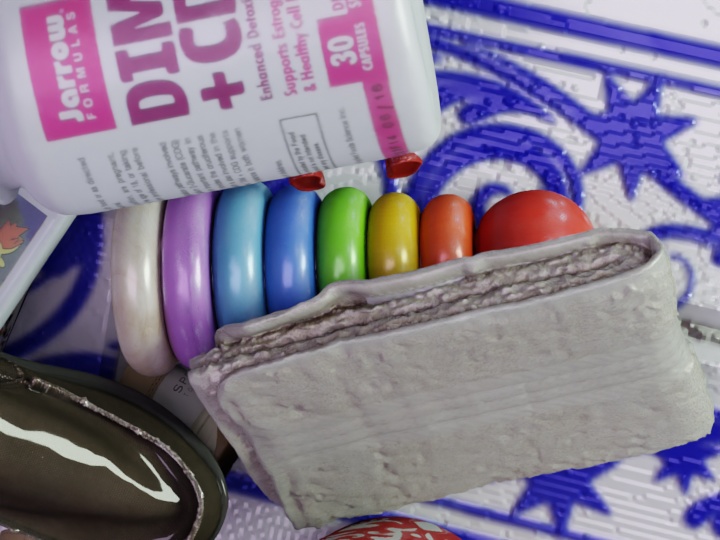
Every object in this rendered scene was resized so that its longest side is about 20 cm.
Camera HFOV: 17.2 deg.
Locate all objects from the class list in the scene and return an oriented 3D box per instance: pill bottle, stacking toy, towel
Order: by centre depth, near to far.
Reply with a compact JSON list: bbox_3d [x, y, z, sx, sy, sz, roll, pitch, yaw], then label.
[{"bbox_3d":[-0.076,-0.083,0.885,0.198,0.113,0.114,-11,98,5],"label":"pill bottle"},{"bbox_3d":[0.039,0.047,0.973,0.198,0.133,0.035,-13,53,12],"label":"towel"},{"bbox_3d":[0.000,0.000,0.990,0.198,0.085,0.086,-1,101,7],"label":"stacking toy"}]

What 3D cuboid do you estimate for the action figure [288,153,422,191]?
[{"bbox_3d":[-0.015,-0.137,0.963,0.065,0.052,0.202,-9,82,1],"label":"action figure"}]

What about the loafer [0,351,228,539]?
[{"bbox_3d":[-0.148,0.072,0.956,0.199,0.071,0.073,24,105,-8],"label":"loafer"}]

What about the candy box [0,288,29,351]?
[{"bbox_3d":[-0.255,0.004,1.049,0.199,0.061,0.137,28,104,5],"label":"candy box"}]

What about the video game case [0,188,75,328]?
[{"bbox_3d":[-0.244,0.000,1.003,0.182,0.022,0.201,37,103,3],"label":"video game case"}]

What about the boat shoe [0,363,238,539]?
[{"bbox_3d":[-0.124,0.126,1.043,0.066,0.074,0.201,35,96,7],"label":"boat shoe"}]

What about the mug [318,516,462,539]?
[{"bbox_3d":[-0.021,0.182,0.954,0.133,0.200,0.178,45,102,7],"label":"mug"}]
